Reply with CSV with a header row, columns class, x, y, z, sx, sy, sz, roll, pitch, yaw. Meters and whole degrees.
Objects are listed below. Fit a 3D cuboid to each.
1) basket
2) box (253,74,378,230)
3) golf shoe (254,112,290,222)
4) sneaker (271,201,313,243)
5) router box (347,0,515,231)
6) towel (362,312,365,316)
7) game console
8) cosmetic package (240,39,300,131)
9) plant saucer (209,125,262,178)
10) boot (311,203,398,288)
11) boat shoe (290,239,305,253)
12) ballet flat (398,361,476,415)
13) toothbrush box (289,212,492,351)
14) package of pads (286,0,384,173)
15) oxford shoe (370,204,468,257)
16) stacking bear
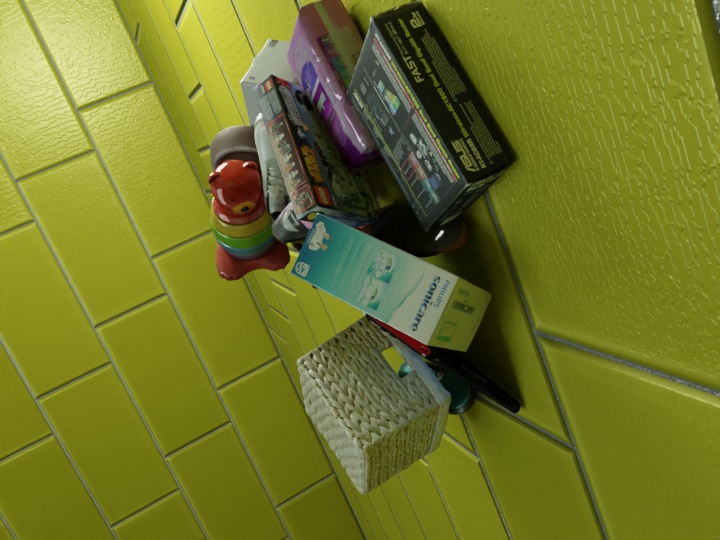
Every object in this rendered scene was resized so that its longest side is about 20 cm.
class,x,y,z,sx,sy,sz,roll,pitch,yaw
basket,0.017,0.209,1.046,0.198,0.161,0.200,50,158,30
box,-0.059,-0.156,0.896,0.137,0.040,0.200,6,-120,-55
golf shoe,-0.110,-0.131,0.965,0.097,0.078,0.200,-80,-18,-46
sneaker,-0.060,-0.087,0.968,0.095,0.200,0.079,-39,84,32
router box,0.067,-0.160,0.717,0.200,0.062,0.150,61,164,7
towel,-0.016,0.004,1.268,0.149,0.031,0.200,-126,18,-53
game console,0.109,0.121,0.916,0.200,0.031,0.177,33,-177,-32
cosmetic package,-0.116,-0.244,1.042,0.081,0.113,0.200,14,147,11
plant saucer,-0.157,-0.147,1.074,0.200,0.035,0.200,14,147,10
boot,0.000,0.000,1.013,0.077,0.155,0.200,53,161,32
boat shoe,-0.044,0.000,1.155,0.200,0.069,0.074,46,150,-8
ballet flat,0.137,0.193,1.074,0.200,0.073,0.073,15,130,61
toothbrush box,0.041,0.016,0.808,0.200,0.085,0.146,25,-178,26
package of pads,-0.021,-0.233,0.859,0.200,0.076,0.121,63,167,3
oxford shoe,0.089,-0.046,0.864,0.071,0.071,0.200,37,172,-22
stacking bear,-0.183,-0.089,1.031,0.200,0.121,0.114,92,162,-58
